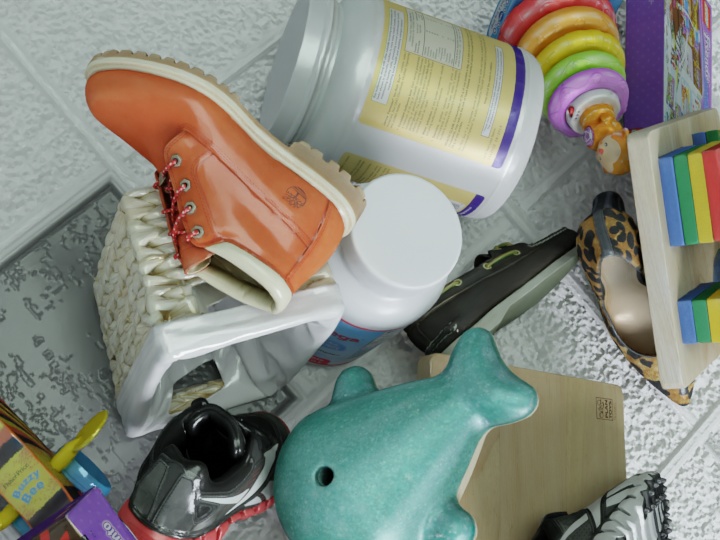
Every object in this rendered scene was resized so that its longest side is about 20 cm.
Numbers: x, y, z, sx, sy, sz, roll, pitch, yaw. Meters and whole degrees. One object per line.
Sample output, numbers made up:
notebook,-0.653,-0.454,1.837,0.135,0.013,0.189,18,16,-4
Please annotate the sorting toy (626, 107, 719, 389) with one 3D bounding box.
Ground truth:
sorting toy,0.295,-0.027,1.073,0.198,0.069,0.202,-22,104,-57

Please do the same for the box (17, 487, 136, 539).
box,-0.197,0.241,0.835,0.137,0.200,0.039,52,28,-5

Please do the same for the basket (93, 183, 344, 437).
basket,-0.112,0.022,0.935,0.135,0.200,0.124,-15,73,-23

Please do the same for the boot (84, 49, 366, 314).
boot,-0.104,-0.057,0.826,0.199,0.075,0.108,33,64,0

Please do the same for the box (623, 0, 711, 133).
box,0.276,-0.175,1.169,0.137,0.039,0.202,31,59,-53

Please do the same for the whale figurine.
whale figurine,0.024,0.124,0.901,0.200,0.104,0.159,-42,60,12

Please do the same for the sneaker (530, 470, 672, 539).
sneaker,0.173,0.197,0.971,0.200,0.090,0.067,-28,111,-61

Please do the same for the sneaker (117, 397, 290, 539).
sneaker,-0.094,0.131,0.918,0.071,0.098,0.200,28,22,15

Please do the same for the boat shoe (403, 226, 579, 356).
boat shoe,0.115,0.010,1.079,0.061,0.072,0.201,45,52,13

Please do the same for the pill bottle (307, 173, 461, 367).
pill bottle,0.000,0.000,0.974,0.108,0.200,0.110,5,72,-17

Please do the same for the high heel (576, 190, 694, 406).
high heel,0.227,0.039,1.069,0.071,0.143,0.201,-21,99,17

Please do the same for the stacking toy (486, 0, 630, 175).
stacking toy,0.185,-0.153,1.095,0.109,0.116,0.201,2,48,-20

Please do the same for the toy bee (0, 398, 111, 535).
toy bee,-0.203,0.156,0.899,0.199,0.109,0.132,23,84,-1

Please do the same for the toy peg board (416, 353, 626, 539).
toy peg board,0.105,0.183,1.030,0.198,0.098,0.202,11,72,-32

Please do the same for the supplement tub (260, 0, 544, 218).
supplement tub,0.031,-0.136,1.055,0.199,0.145,0.146,17,70,-14
